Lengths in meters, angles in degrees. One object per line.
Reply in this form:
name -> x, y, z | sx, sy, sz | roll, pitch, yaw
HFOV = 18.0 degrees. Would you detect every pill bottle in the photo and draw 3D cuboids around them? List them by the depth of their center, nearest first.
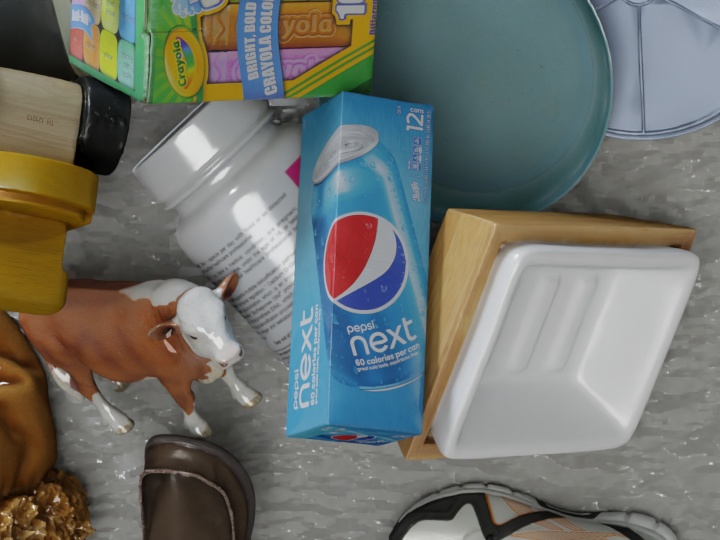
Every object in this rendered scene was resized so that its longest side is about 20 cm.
pill bottle -> -0.045, -0.020, 1.451 | 0.113, 0.113, 0.200 | -40, 98, 16

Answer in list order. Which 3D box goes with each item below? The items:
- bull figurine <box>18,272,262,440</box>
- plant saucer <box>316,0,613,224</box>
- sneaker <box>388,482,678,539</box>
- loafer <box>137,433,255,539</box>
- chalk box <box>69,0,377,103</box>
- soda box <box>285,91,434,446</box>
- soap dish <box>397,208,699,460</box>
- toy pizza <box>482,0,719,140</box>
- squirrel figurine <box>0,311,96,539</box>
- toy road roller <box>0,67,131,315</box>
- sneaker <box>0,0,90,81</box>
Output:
bull figurine -> -0.134, 0.049, 1.461 | 0.199, 0.065, 0.122 | 8, 135, 39
plant saucer -> 0.065, -0.126, 1.433 | 0.198, 0.027, 0.202 | 8, 114, 18
sneaker -> 0.115, 0.191, 1.512 | 0.198, 0.080, 0.074 | 3, 108, 8
loafer -> -0.108, 0.191, 1.504 | 0.072, 0.071, 0.201 | 4, 133, 14
chalk box -> -0.102, -0.172, 1.365 | 0.198, 0.125, 0.125 | -5, 109, -27
soda box -> 0.000, 0.000, 1.366 | 0.064, 0.068, 0.202 | 7, 78, -22
soap dish -> 0.110, 0.036, 1.418 | 0.081, 0.199, 0.159 | 35, 113, 38
toy pizza -> 0.174, -0.181, 1.417 | 0.198, 0.032, 0.202 | 4, 109, 12
squirrel figurine -> -0.263, 0.149, 1.489 | 0.141, 0.187, 0.201 | -34, 100, 15
toy road roller -> -0.230, -0.046, 1.405 | 0.122, 0.200, 0.147 | 11, 80, -24
sneaker -> -0.239, -0.209, 1.440 | 0.105, 0.075, 0.202 | -12, 105, 8
